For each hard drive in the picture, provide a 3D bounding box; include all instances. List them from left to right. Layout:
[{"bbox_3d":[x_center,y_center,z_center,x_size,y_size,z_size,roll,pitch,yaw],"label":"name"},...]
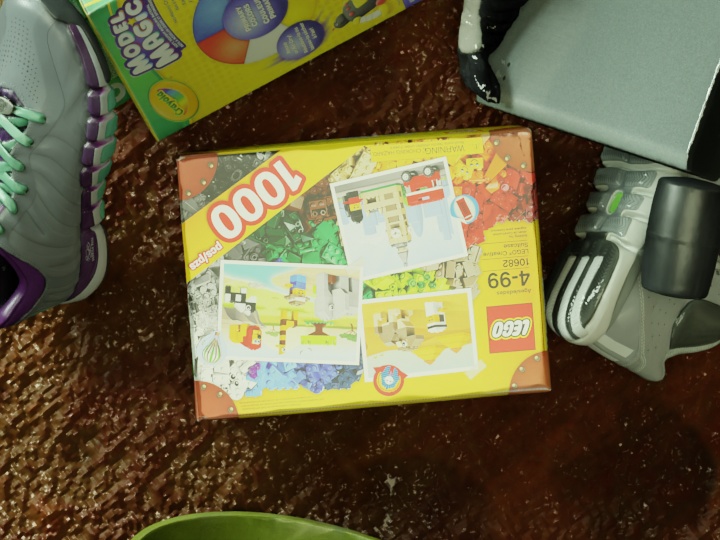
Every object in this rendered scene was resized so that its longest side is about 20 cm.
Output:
[{"bbox_3d":[0.150,-0.136,1.385,0.033,0.200,0.140,18,94,-34],"label":"hard drive"}]

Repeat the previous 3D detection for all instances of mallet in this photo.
[{"bbox_3d":[0.240,-0.026,1.435,0.199,0.041,0.066,-7,106,-33],"label":"mallet"}]

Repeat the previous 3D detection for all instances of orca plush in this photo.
[{"bbox_3d":[0.095,-0.187,1.395,0.071,0.105,0.201,12,109,11],"label":"orca plush"}]

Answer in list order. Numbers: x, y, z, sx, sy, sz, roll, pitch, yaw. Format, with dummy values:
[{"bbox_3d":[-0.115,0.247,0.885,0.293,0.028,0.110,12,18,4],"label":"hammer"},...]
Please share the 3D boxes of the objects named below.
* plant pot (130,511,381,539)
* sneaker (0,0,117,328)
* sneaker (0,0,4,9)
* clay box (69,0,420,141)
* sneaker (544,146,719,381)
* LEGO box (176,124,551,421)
[{"bbox_3d":[-0.050,0.263,1.417,0.199,0.201,0.194,11,106,-4],"label":"plant pot"},{"bbox_3d":[-0.182,-0.053,1.381,0.074,0.087,0.201,23,130,31],"label":"sneaker"},{"bbox_3d":[-0.175,-0.200,1.430,0.200,0.113,0.071,-34,99,30],"label":"sneaker"},{"bbox_3d":[-0.074,-0.151,1.410,0.199,0.115,0.048,-29,51,-1],"label":"clay box"},{"bbox_3d":[0.190,-0.028,1.465,0.115,0.075,0.201,34,81,-28],"label":"sneaker"},{"bbox_3d":[0.000,0.000,1.443,0.198,0.077,0.150,-5,94,-3],"label":"LEGO box"}]
